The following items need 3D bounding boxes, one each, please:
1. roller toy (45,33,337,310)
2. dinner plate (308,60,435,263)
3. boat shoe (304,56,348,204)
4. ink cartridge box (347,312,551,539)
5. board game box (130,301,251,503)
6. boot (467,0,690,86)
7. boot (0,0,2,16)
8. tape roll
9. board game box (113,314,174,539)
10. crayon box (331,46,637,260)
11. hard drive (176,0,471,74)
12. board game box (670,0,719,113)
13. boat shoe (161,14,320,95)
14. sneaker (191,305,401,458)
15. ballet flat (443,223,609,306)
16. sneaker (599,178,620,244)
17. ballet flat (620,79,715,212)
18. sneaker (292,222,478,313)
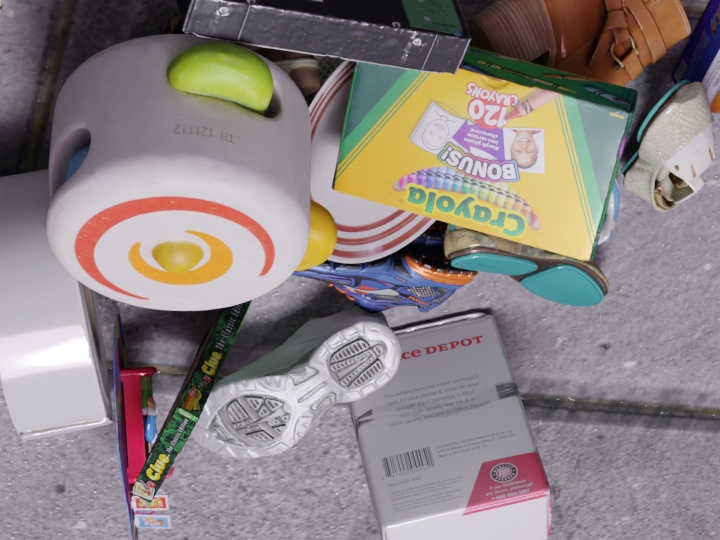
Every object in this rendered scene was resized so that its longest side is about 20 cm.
[{"bbox_3d":[-0.125,-0.059,1.276,0.182,0.140,0.200,-11,147,16],"label":"roller toy"},{"bbox_3d":[0.018,-0.099,1.419,0.200,0.024,0.201,-23,130,-31],"label":"dinner plate"},{"bbox_3d":[-0.055,-0.100,1.417,0.074,0.062,0.201,-7,122,-32],"label":"boat shoe"},{"bbox_3d":[0.071,0.147,1.590,0.145,0.200,0.085,-12,140,-3],"label":"ink cartridge box"},{"bbox_3d":[-0.131,0.089,1.488,0.023,0.200,0.105,25,125,-4],"label":"board game box"},{"bbox_3d":[0.184,-0.144,1.391,0.154,0.074,0.200,-30,119,-10],"label":"boot"},{"bbox_3d":[-0.280,-0.250,1.148,0.073,0.151,0.200,-18,135,3],"label":"boot"},{"bbox_3d":[-0.239,0.025,1.389,0.071,0.203,0.203,-10,135,-6],"label":"tape roll"},{"bbox_3d":[-0.179,0.134,1.538,0.039,0.158,0.200,-4,134,-4],"label":"board game box"},{"bbox_3d":[0.089,-0.094,1.329,0.199,0.058,0.119,15,115,7],"label":"crayon box"},{"bbox_3d":[-0.033,-0.202,1.269,0.199,0.140,0.038,5,132,-21],"label":"hard drive"},{"bbox_3d":[0.348,-0.208,1.431,0.134,0.045,0.200,7,131,-20],"label":"board game box"},{"bbox_3d":[-0.129,-0.151,1.353,0.202,0.075,0.075,-10,179,12],"label":"boat shoe"},{"bbox_3d":[-0.055,0.092,1.574,0.200,0.099,0.078,-25,108,8],"label":"sneaker"},{"bbox_3d":[0.144,-0.020,1.540,0.200,0.071,0.071,17,128,-45],"label":"ballet flat"},{"bbox_3d":[0.159,-0.098,1.468,0.072,0.073,0.200,-26,131,12],"label":"sneaker"},{"bbox_3d":[0.252,-0.094,1.445,0.067,0.062,0.200,-42,170,-7],"label":"ballet flat"},{"bbox_3d":[0.000,0.000,1.522,0.199,0.075,0.079,11,133,-22],"label":"sneaker"}]
